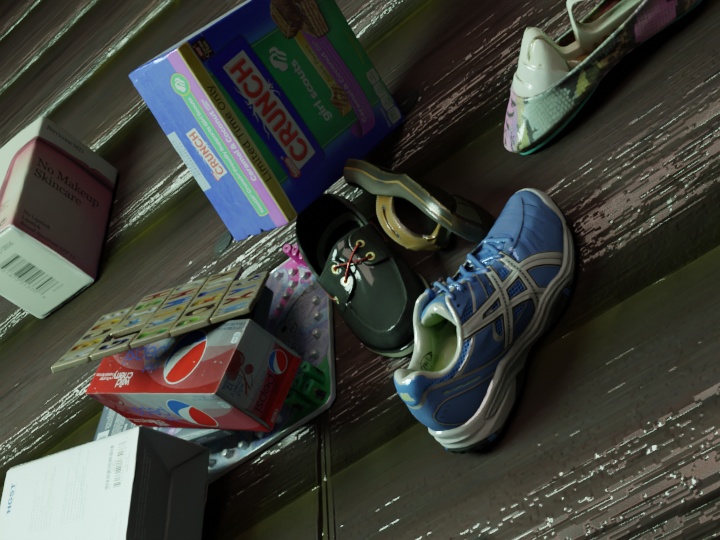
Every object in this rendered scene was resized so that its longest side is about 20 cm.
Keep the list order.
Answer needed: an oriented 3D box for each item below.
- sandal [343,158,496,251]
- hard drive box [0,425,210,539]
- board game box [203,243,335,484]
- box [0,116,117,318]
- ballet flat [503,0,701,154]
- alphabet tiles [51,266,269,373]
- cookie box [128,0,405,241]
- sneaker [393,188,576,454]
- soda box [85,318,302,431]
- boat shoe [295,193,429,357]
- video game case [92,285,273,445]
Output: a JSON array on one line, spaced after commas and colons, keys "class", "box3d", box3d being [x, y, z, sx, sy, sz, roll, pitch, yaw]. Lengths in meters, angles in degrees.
[{"class": "sandal", "box3d": [0.039, -0.047, 0.956, 0.200, 0.082, 0.055, 28, 98, 56]}, {"class": "hard drive box", "box3d": [-0.222, 0.229, 0.990, 0.200, 0.077, 0.156, -20, 56, 39]}, {"class": "board game box", "box3d": [-0.106, 0.081, 1.058, 0.200, 0.026, 0.200, -35, 36, 26]}, {"class": "box", "box3d": [-0.389, -0.066, 1.458, 0.109, 0.128, 0.200, -32, 38, 29]}, {"class": "ballet flat", "box3d": [0.171, -0.176, 0.917, 0.200, 0.071, 0.069, -41, 35, 18]}, {"class": "alphabet tiles", "box3d": [-0.160, 0.033, 1.026, 0.167, 0.008, 0.200, -17, 11, 6]}, {"class": "cookie box", "box3d": [-0.074, -0.149, 1.044, 0.075, 0.171, 0.200, -19, 19, 44]}, {"class": "sneaker", "box3d": [0.087, 0.023, 0.826, 0.076, 0.077, 0.200, -8, 51, 50]}, {"class": "soda box", "box3d": [-0.141, 0.087, 0.981, 0.200, 0.063, 0.070, -6, 53, 49]}, {"class": "boat shoe", "box3d": [-0.002, 0.002, 0.973, 0.074, 0.063, 0.201, -45, 35, 7]}, {"class": "video game case", "box3d": [-0.164, 0.101, 1.071, 0.200, 0.019, 0.143, -21, 44, 38]}]
